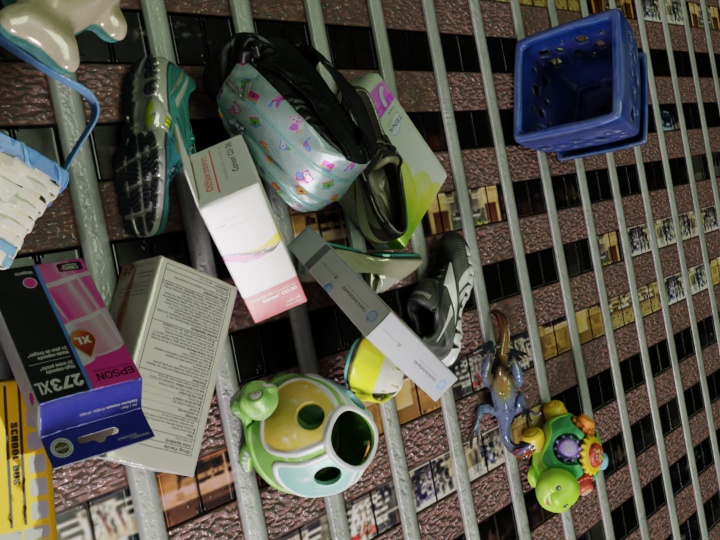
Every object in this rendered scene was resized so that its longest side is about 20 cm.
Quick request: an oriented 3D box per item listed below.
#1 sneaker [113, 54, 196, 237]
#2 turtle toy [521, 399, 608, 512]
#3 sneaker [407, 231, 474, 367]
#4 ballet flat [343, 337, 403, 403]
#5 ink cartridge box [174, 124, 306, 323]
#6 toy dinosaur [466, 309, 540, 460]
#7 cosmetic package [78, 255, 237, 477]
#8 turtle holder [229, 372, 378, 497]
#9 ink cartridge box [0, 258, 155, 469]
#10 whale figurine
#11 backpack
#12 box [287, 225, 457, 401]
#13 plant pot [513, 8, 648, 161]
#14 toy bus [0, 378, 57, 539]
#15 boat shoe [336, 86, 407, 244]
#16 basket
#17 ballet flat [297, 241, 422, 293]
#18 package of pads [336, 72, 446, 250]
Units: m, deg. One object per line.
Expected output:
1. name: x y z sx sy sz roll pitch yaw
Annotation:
1. sneaker: -0.211 -0.132 0.842 0.079 0.077 0.202 17 72 -50
2. turtle toy: 0.336 0.314 1.272 0.200 0.101 0.147 -39 110 -40
3. sneaker: 0.112 0.033 1.125 0.090 0.066 0.202 22 71 -42
4. ballet flat: 0.020 0.127 0.947 0.066 0.200 0.067 18 74 7
5. ink cartridge box: -0.127 -0.060 0.831 0.067 0.117 0.201 -23 128 -4
6. toy dinosaur: 0.238 0.196 1.213 0.201 0.104 0.183 -60 144 -45
7. cosmetic package: -0.209 0.099 0.798 0.103 0.087 0.202 28 65 -38
8. turtle holder: -0.060 0.175 0.897 0.141 0.131 0.187 -42 113 -38
9. ink cartridge box: -0.265 0.076 0.707 0.094 0.037 0.201 -11 56 -40
10. whale figurine: -0.297 -0.258 0.731 0.159 0.103 0.202 32 40 -42
11. backpack: -0.076 -0.171 0.905 0.200 0.127 0.167 49 31 5
12. box: 0.012 0.047 0.895 0.041 0.200 0.156 -45 132 -1
13. plant pot: 0.395 -0.304 1.358 0.179 0.199 0.202 18 71 -46
14. toy bus: -0.320 0.200 0.694 0.078 0.065 0.202 -2 85 -45
15. boat shoe: 0.022 -0.135 0.975 0.073 0.065 0.202 -21 99 -38
16. basket: -0.337 -0.112 0.670 0.176 0.138 0.202 34 71 -36
17. ballet flat: 0.000 0.000 1.030 0.198 0.069 0.070 7 79 -37
18. package of pads: 0.022 -0.149 1.066 0.200 0.068 0.155 51 55 -26
